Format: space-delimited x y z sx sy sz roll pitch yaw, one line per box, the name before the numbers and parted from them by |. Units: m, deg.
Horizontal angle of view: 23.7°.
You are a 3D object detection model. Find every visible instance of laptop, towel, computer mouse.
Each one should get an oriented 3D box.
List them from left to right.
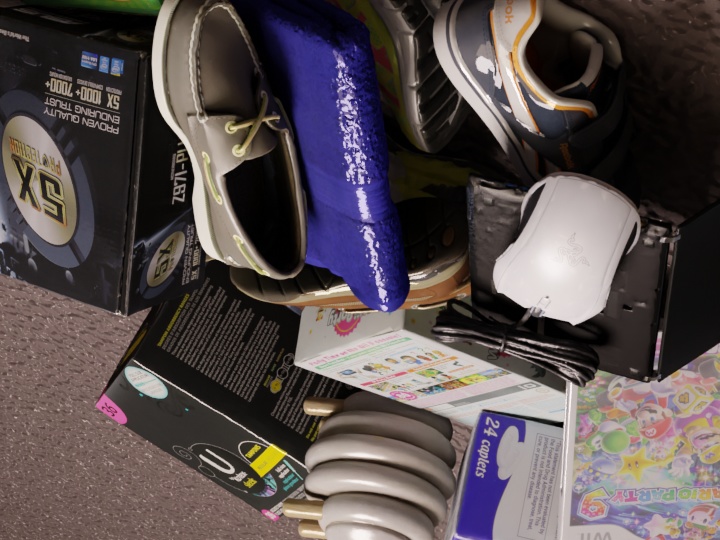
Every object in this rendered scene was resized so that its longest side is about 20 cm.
towel | -0.027 -0.085 1.071 0.147 0.049 0.202 31 143 41
computer mouse | 0.110 0.010 1.030 0.109 0.044 0.201 23 150 4
laptop | 0.176 -0.019 1.084 0.198 0.104 0.178 15 148 15

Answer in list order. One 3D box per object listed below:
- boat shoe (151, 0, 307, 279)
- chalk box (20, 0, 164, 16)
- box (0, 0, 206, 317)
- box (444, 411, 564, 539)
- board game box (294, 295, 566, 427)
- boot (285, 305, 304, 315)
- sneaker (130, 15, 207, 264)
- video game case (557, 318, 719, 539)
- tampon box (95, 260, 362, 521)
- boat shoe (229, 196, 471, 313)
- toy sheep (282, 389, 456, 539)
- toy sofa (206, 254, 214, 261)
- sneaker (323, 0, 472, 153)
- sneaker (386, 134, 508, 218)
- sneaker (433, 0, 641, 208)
boat shoe | -0.072 -0.080 1.023 0.060 0.072 0.203 26 142 35
chalk box | -0.157 -0.236 1.023 0.124 0.125 0.201 8 145 34
box | -0.195 -0.082 1.085 0.198 0.086 0.166 18 111 27
box | 0.173 0.206 1.390 0.197 0.106 0.184 12 161 3
board game box | 0.072 0.061 1.301 0.198 0.065 0.147 21 156 -30
boot | -0.056 -0.031 1.334 0.074 0.097 0.200 35 180 -20
sneaker | -0.164 -0.081 1.256 0.076 0.147 0.203 -2 138 45
video game case | 0.217 0.121 1.235 0.141 0.018 0.202 -2 123 -2
tampon box | -0.110 0.103 1.520 0.199 0.127 0.150 32 151 -7
boat shoe | 0.000 0.000 1.177 0.198 0.076 0.074 0 153 37
toy sheep | 0.012 0.169 1.386 0.136 0.202 0.138 9 158 4
toy sofa | -0.180 -0.071 1.180 0.198 0.083 0.099 14 106 27
sneaker | 0.015 -0.159 1.059 0.090 0.078 0.201 16 144 35
sneaker | 0.012 -0.052 1.219 0.198 0.075 0.085 24 152 8
sneaker | 0.130 -0.094 1.045 0.079 0.079 0.200 -11 137 41
